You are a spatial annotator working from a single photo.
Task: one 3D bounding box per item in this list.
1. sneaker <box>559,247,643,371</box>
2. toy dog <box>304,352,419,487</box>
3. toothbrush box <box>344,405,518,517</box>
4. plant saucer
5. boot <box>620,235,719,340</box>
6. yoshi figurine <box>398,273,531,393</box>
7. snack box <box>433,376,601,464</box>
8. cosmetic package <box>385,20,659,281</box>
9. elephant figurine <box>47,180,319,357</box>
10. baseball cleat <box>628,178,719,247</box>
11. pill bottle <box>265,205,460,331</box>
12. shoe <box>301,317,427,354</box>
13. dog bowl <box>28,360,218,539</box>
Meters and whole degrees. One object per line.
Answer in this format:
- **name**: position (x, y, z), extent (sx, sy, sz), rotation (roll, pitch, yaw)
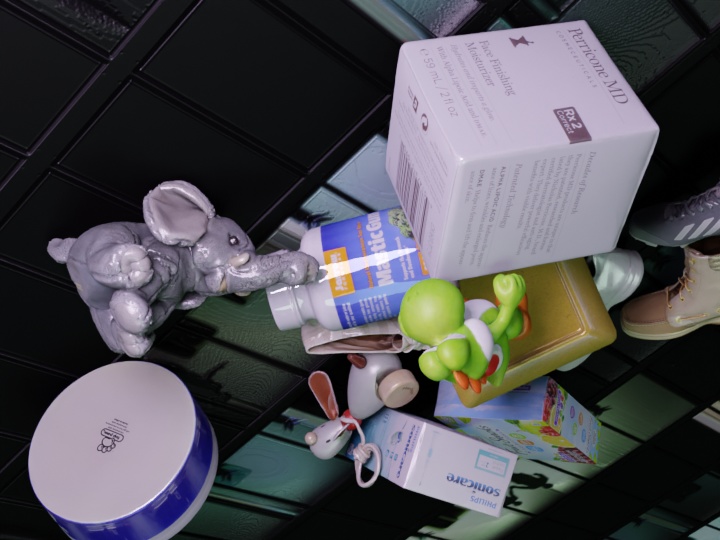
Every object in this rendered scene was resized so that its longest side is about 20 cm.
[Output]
- **sneaker**: position (0.278, 0.044, 1.319), extent (0.087, 0.076, 0.202), rotation (13, 126, -20)
- **toy dog**: position (-0.014, 0.160, 1.265), extent (0.095, 0.132, 0.203), rotation (17, 103, -38)
- **toothbrush box**: position (0.087, 0.240, 1.317), extent (0.144, 0.199, 0.087), rotation (22, 85, -20)
- **plant saucer**: position (0.167, 0.032, 1.148), extent (0.197, 0.203, 0.048), rotation (-25, -177, 6)
- **boot**: position (0.426, 0.013, 1.330), extent (0.196, 0.074, 0.156), rotation (-10, 138, 22)
- **yoshi figurine**: position (0.096, 0.043, 0.966), extent (0.199, 0.110, 0.114), rotation (-18, 130, -67)
- **snack box**: position (0.221, 0.207, 1.415), extent (0.166, 0.069, 0.200), rotation (-2, 153, 34)
- **cosmetic package**: position (0.144, -0.114, 0.975), extent (0.196, 0.167, 0.167), rotation (-11, 142, -14)
- **elephant figurine**: position (-0.170, -0.011, 0.990), extent (0.198, 0.157, 0.141), rotation (-31, -173, -30)
- **baseball cleat**: position (0.410, -0.080, 1.191), extent (0.196, 0.070, 0.107), rotation (-2, 134, 23)
- **pill bottle**: position (0.000, 0.000, 1.078), extent (0.196, 0.114, 0.113), rotation (-14, 143, 3)
- **shoe**: position (0.025, 0.077, 1.200), extent (0.195, 0.054, 0.071), rotation (4, 142, -9)
- **dog bowl**: position (-0.263, 0.205, 1.131), extent (0.197, 0.202, 0.079), rotation (-20, 140, -1)
